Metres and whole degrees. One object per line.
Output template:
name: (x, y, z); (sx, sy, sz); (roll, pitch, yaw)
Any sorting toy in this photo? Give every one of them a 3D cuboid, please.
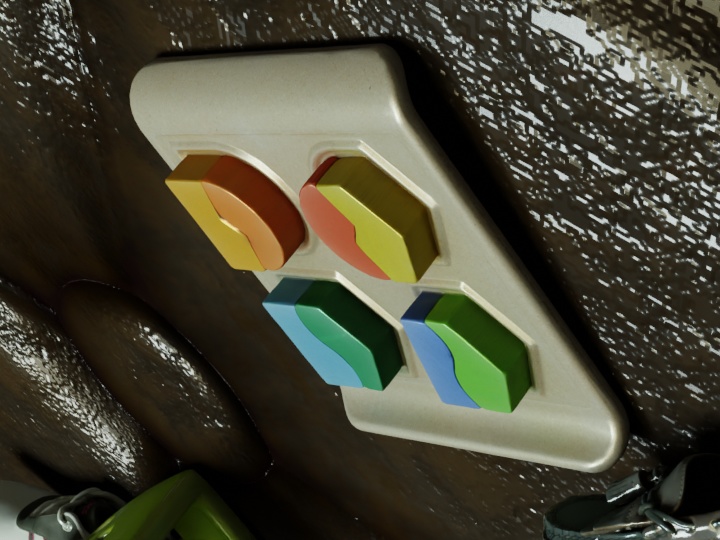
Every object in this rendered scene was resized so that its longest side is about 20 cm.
sorting toy: (0.000, 0.000, 0.839); (0.185, 0.036, 0.200); (5, 134, 52)

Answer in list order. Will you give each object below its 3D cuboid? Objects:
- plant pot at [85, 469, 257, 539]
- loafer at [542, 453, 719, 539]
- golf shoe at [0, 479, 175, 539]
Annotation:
plant pot: (-0.139, 0.266, 1.188); (0.181, 0.199, 0.200); (-23, 111, 37)
loafer: (0.145, 0.088, 0.748); (0.199, 0.072, 0.063); (-1, 110, 47)
golf shoe: (-0.183, 0.169, 1.331); (0.199, 0.077, 0.088); (21, 132, 27)
